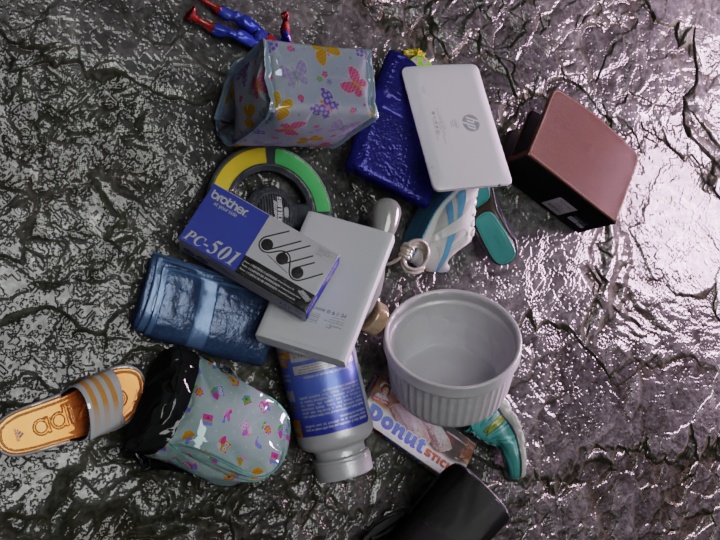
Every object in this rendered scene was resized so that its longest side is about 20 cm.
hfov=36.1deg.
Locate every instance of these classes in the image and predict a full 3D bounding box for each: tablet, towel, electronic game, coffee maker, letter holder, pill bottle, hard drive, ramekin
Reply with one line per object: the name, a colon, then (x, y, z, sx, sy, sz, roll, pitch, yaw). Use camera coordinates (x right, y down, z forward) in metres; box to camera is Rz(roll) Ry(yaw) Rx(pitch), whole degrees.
tablet: (0.140, -0.211, 1.611, 0.128, 0.014, 0.203, -6, 71, -22)
towel: (0.068, -0.207, 1.642, 0.146, 0.049, 0.202, 25, 74, -15)
electronic game: (-0.128, -0.080, 1.564, 0.197, 0.041, 0.203, 5, 78, -27)
coffee maker: (0.115, 0.386, 1.558, 0.200, 0.191, 0.135, -44, 105, -24)
letter holder: (0.336, -0.180, 1.792, 0.199, 0.100, 0.144, 33, 68, -21)
pill bottle: (-0.045, 0.187, 1.543, 0.111, 0.112, 0.203, -13, 90, -28)
towel: (-0.207, 0.056, 1.508, 0.198, 0.048, 0.113, 18, 77, -25)
hard drive: (-0.047, 0.023, 1.509, 0.130, 0.026, 0.202, 15, 64, 14)
ramekin: (0.131, 0.132, 1.599, 0.199, 0.200, 0.106, -27, 139, -27)

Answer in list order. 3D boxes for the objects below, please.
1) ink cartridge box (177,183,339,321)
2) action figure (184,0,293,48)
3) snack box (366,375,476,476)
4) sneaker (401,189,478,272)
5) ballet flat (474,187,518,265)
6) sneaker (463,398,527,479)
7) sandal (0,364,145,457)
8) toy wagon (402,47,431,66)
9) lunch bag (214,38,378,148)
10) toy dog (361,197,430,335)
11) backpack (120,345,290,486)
ink cartridge box: (-0.135, -0.024, 1.477, 0.198, 0.044, 0.095, 30, 72, 6)
action figure: (-0.139, -0.340, 1.561, 0.198, 0.099, 0.066, 28, 64, -25)
snack box: (0.083, 0.240, 1.652, 0.199, 0.024, 0.072, 37, 69, -19)
sneaker: (0.140, -0.091, 1.665, 0.080, 0.077, 0.202, 22, 108, -27)
ballet flat: (0.185, -0.101, 1.722, 0.073, 0.073, 0.202, -35, 105, -26)
sneaker: (0.193, 0.231, 1.694, 0.079, 0.077, 0.202, -26, 88, -15)
sandal: (-0.360, 0.185, 1.406, 0.205, 0.059, 0.080, -23, 95, -28)
toy wagon: (0.089, -0.247, 1.702, 0.153, 0.039, 0.203, 2, 83, -28)
lunch bag: (-0.095, -0.232, 1.513, 0.167, 0.200, 0.129, -1, 77, -27)
toy dog: (0.000, 0.000, 1.598, 0.132, 0.096, 0.201, 52, 58, -27)
backpack: (-0.193, 0.207, 1.452, 0.199, 0.126, 0.169, 33, 64, -27)
